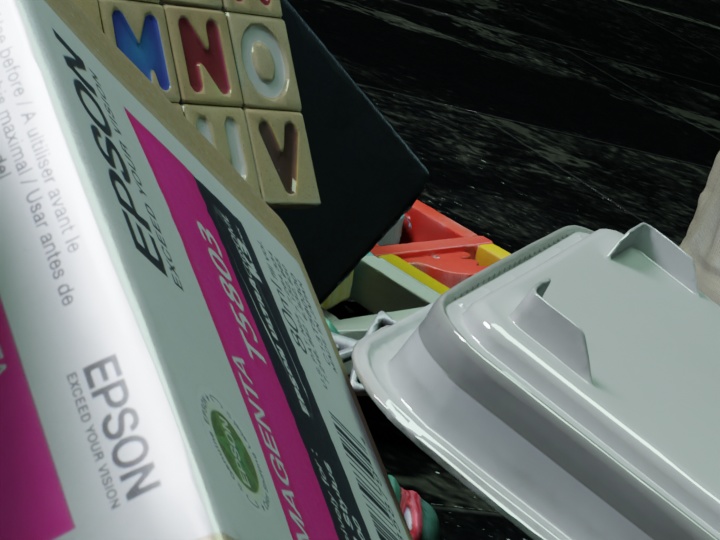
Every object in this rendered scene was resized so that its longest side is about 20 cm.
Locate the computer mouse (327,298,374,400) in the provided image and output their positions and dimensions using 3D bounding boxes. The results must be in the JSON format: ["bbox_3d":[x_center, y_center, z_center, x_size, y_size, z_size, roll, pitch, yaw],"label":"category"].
[{"bbox_3d":[0.058,0.036,1.116,0.199,0.053,0.139,4,20,-14],"label":"computer mouse"}]

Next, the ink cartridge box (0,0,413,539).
[{"bbox_3d":[-0.049,0.043,0.585,0.165,0.075,0.200,49,15,-56],"label":"ink cartridge box"}]

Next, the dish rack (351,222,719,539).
[{"bbox_3d":[0.097,0.046,0.711,0.171,0.044,0.200,37,17,10],"label":"dish rack"}]

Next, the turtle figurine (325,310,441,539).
[{"bbox_3d":[-0.048,0.058,0.764,0.199,0.101,0.150,5,0,-3],"label":"turtle figurine"}]

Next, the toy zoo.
[{"bbox_3d":[0.000,0.000,1.077,0.131,0.021,0.200,-7,26,-38],"label":"toy zoo"}]

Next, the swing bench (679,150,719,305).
[{"bbox_3d":[0.268,-0.055,1.440,0.200,0.199,0.130,8,19,-45],"label":"swing bench"}]

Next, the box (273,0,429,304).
[{"bbox_3d":[-0.110,-0.085,0.995,0.196,0.124,0.200,33,-11,49],"label":"box"}]

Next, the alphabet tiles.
[{"bbox_3d":[-0.081,-0.069,0.812,0.008,0.168,0.200,-17,-9,34],"label":"alphabet tiles"}]
